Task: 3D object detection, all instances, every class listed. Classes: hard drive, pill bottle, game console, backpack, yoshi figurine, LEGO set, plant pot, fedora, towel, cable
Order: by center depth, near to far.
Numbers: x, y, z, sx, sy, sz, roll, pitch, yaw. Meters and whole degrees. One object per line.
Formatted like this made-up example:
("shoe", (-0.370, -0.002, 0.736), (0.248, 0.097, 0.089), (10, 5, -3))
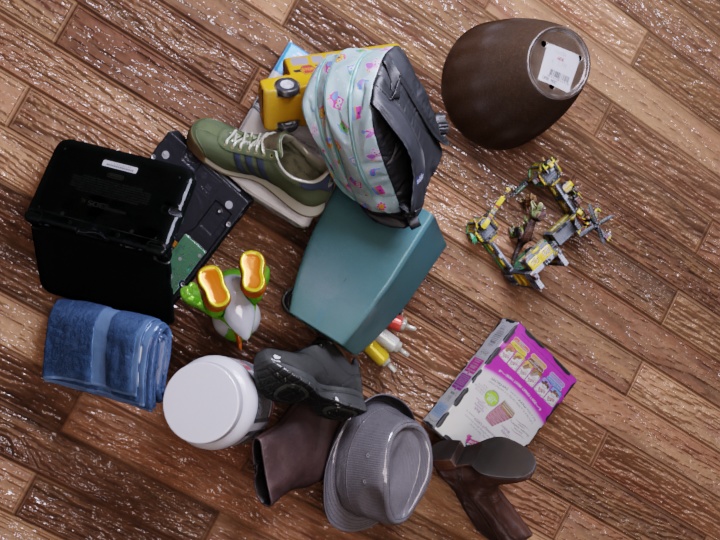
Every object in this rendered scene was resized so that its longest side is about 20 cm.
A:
("backpack", (0.019, -0.167, 1.087), (0.201, 0.124, 0.169), (59, 38, -48))
("towel", (-0.323, 0.102, 1.154), (0.048, 0.197, 0.114), (0, 98, -57))
("pill bottle", (-0.180, 0.169, 1.172), (0.113, 0.200, 0.118), (-1, 82, 4))
("game console", (-0.313, -0.050, 1.176), (0.196, 0.117, 0.179), (14, 71, 11))
("hard drive", (-0.249, -0.060, 1.193), (0.139, 0.038, 0.201), (40, 104, 0))
("yoshi figurine", (-0.169, 0.026, 1.196), (0.111, 0.200, 0.113), (27, 70, 3))
("plant pot", (0.000, 0.000, 1.227), (0.140, 0.141, 0.202), (29, 84, 18))
("plant pot", (0.231, -0.270, 1.269), (0.183, 0.200, 0.191), (-1, 93, -14))
("fedora", (0.038, 0.278, 1.271), (0.175, 0.089, 0.204), (14, 88, -42))
("cable", (-0.012, 0.060, 1.299), (0.198, 0.050, 0.098), (29, 84, -14))
("LEGO set", (0.263, -0.067, 1.329), (0.198, 0.116, 0.155), (-33, 100, -11))

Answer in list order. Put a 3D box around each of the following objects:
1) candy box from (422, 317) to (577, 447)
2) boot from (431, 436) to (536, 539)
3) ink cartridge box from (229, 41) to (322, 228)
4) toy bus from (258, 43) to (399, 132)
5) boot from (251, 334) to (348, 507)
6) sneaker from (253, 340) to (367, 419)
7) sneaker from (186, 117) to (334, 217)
("candy box", (0.206, 0.193, 1.357), (0.136, 0.061, 0.201), (43, 82, -13))
("boot", (0.206, 0.326, 1.288), (0.064, 0.185, 0.202), (-46, 118, -31))
("ink cartridge box", (-0.091, -0.180, 1.249), (0.145, 0.084, 0.202), (31, 85, -13))
("toy bus", (-0.035, -0.236, 1.172), (0.196, 0.079, 0.066), (-11, 140, -14))
("boot", (-0.080, 0.201, 1.239), (0.165, 0.071, 0.204), (-16, 106, -53))
("sneaker", (-0.067, 0.130, 1.185), (0.199, 0.075, 0.092), (33, 49, -48))
("sneaker", (-0.117, -0.149, 1.142), (0.198, 0.090, 0.068), (30, 53, -6))
